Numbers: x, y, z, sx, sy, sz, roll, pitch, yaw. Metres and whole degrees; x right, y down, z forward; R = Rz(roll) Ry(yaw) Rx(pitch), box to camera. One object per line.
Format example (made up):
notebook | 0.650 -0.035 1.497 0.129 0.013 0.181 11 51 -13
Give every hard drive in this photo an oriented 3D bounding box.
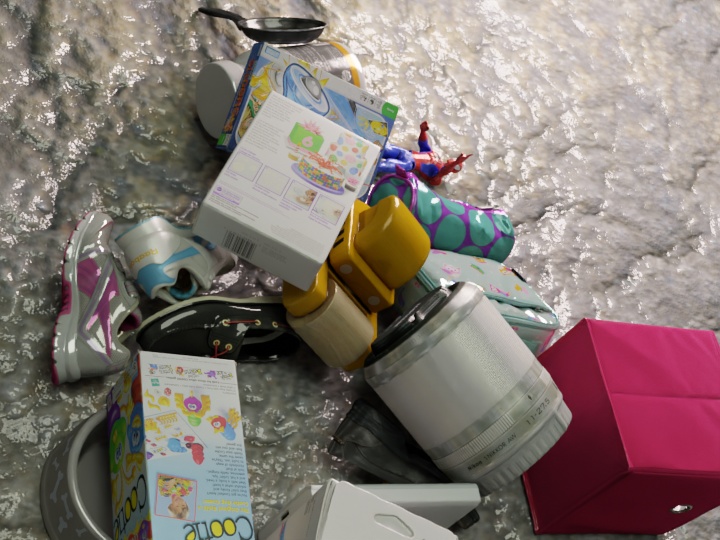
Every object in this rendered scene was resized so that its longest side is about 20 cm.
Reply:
hard drive | 0.009 0.258 1.369 0.199 0.132 0.027 5 57 -29

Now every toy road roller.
toy road roller | 0.000 0.000 1.496 0.123 0.146 0.201 48 28 -33

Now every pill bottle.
pill bottle | -0.100 -0.224 1.649 0.199 0.116 0.117 -14 68 -37

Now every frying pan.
frying pan | -0.136 -0.312 1.675 0.189 0.031 0.115 5 19 12

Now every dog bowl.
dog bowl | -0.216 0.219 1.306 0.199 0.059 0.201 17 52 -23

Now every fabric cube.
fabric cube | 0.319 0.193 1.567 0.198 0.196 0.201 7 56 -29

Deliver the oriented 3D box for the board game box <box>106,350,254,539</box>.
board game box | -0.174 0.193 1.240 0.104 0.103 0.201 9 55 -28

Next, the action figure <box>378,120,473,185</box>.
action figure | 0.065 -0.160 1.725 0.199 0.099 0.066 5 58 -33

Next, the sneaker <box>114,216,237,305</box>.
sneaker | -0.194 -0.003 1.431 0.081 0.076 0.200 64 20 13

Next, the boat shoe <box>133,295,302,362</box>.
boat shoe | -0.152 0.071 1.438 0.201 0.074 0.063 -3 52 -39

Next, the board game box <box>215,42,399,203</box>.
board game box | -0.061 -0.174 1.582 0.199 0.034 0.136 21 86 -28

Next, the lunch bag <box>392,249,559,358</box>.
lunch bag | 0.141 0.043 1.595 0.199 0.077 0.160 9 24 -34

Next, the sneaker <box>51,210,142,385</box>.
sneaker | -0.273 0.031 1.378 0.088 0.081 0.201 6 63 -10

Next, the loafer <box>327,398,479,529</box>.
loafer | 0.049 0.232 1.471 0.200 0.073 0.072 42 85 -9

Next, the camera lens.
camera lens | 0.113 0.125 1.426 0.200 0.160 0.160 50 47 -3

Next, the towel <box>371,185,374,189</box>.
towel | -0.044 -0.069 1.632 0.199 0.034 0.133 14 52 -24

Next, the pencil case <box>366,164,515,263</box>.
pencil case | 0.103 -0.062 1.657 0.199 0.093 0.085 16 13 -41

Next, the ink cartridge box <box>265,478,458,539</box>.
ink cartridge box | -0.017 0.303 1.275 0.144 0.200 0.084 27 48 -13

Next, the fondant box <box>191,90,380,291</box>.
fondant box | -0.080 -0.091 1.449 0.144 0.058 0.200 27 50 -2
